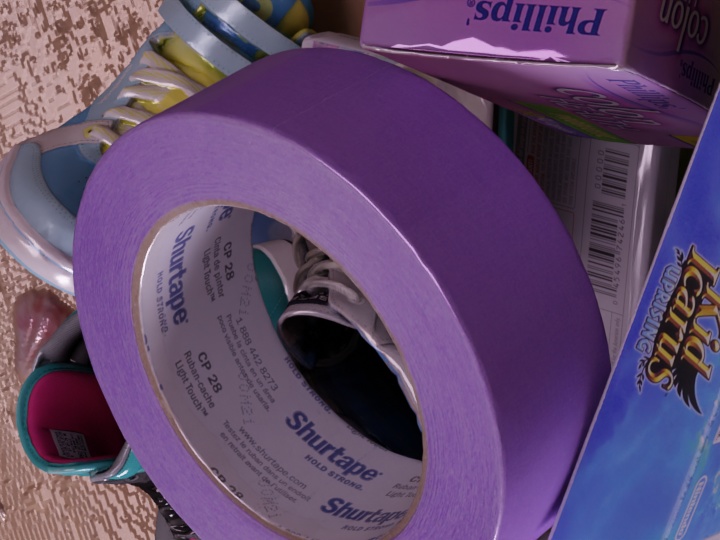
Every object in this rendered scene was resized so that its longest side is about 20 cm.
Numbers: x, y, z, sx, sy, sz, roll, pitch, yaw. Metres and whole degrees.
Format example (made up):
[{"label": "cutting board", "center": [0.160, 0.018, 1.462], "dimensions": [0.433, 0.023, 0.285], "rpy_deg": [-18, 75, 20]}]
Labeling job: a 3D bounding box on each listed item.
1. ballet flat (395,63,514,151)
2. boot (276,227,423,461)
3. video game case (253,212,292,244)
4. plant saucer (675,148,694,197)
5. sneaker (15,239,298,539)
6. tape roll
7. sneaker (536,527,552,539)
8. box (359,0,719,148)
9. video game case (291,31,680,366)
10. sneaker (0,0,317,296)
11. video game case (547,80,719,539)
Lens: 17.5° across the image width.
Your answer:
[{"label": "ballet flat", "center": [0.035, -0.086, 0.901], "dimensions": [0.069, 0.069, 0.200], "rpy_deg": [1, 77, 38]}, {"label": "boot", "center": [0.000, 0.000, 0.935], "dimensions": [0.200, 0.096, 0.074], "rpy_deg": [52, 129, 17]}, {"label": "video game case", "center": [-0.009, 0.074, 1.072], "dimensions": [0.200, 0.022, 0.182], "rpy_deg": [49, 124, 22]}, {"label": "plant saucer", "center": [0.088, -0.086, 0.961], "dimensions": [0.200, 0.031, 0.200], "rpy_deg": [8, 104, 36]}, {"label": "sneaker", "center": [-0.094, 0.080, 1.031], "dimensions": [0.084, 0.121, 0.200], "rpy_deg": [48, 135, 41]}, {"label": "tape roll", "center": [-0.010, 0.025, 0.831], "dimensions": [0.200, 0.066, 0.200], "rpy_deg": [25, 131, 33]}, {"label": "sneaker", "center": [0.072, 0.198, 0.890], "dimensions": [0.088, 0.075, 0.200], "rpy_deg": [38, 137, 50]}, {"label": "box", "center": [0.094, -0.154, 0.815], "dimensions": [0.097, 0.176, 0.200], "rpy_deg": [7, 87, 28]}, {"label": "video game case", "center": [0.045, 0.014, 0.981], "dimensions": [0.182, 0.024, 0.200], "rpy_deg": [18, 114, 36]}, {"label": "sneaker", "center": [-0.083, -0.072, 1.003], "dimensions": [0.080, 0.200, 0.131], "rpy_deg": [38, 115, -3]}, {"label": "video game case", "center": [0.157, 0.011, 0.826], "dimensions": [0.045, 0.181, 0.200], "rpy_deg": [31, 116, 28]}]
